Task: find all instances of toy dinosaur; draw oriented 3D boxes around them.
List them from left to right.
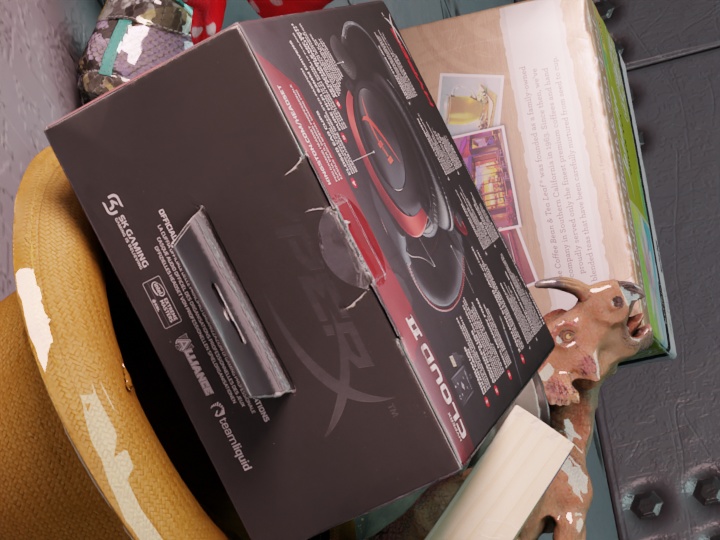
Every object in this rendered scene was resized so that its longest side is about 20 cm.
[{"bbox_3d":[0.053,0.098,0.894,0.200,0.086,0.136,-45,124,-30],"label":"toy dinosaur"}]

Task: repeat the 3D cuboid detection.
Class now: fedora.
[{"bbox_3d":[-0.076,0.057,0.664,0.201,0.082,0.201,55,20,-31],"label":"fedora"}]

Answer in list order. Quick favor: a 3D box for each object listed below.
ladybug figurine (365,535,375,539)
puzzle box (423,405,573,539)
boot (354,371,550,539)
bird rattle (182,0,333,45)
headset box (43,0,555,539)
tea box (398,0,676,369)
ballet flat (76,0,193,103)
[{"bbox_3d":[-0.018,0.110,0.958,0.200,0.072,0.136,55,24,-64],"label":"ladybug figurine"},{"bbox_3d":[0.003,0.144,0.698,0.133,0.025,0.200,-52,173,-35],"label":"puzzle box"},{"bbox_3d":[-0.020,0.012,0.806,0.200,0.130,0.068,56,-33,5],"label":"boot"},{"bbox_3d":[-0.074,-0.178,0.811,0.200,0.113,0.163,53,-8,-5],"label":"bird rattle"},{"bbox_3d":[-0.014,-0.005,0.659,0.149,0.075,0.200,63,17,-3],"label":"headset box"},{"bbox_3d":[0.102,-0.039,1.202,0.197,0.133,0.201,23,56,-74],"label":"tea box"},{"bbox_3d":[-0.078,-0.040,0.899,0.200,0.072,0.072,64,16,-51],"label":"ballet flat"}]
